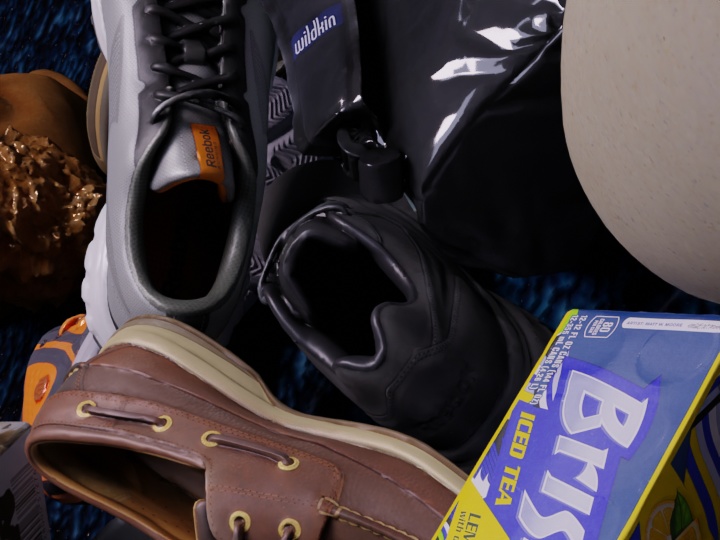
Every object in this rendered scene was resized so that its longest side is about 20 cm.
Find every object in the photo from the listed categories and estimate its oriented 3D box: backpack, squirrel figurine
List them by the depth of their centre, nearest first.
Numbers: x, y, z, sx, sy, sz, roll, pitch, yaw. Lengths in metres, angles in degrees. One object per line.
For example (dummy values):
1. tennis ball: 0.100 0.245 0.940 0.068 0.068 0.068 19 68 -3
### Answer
1. backpack: 0.048 -0.089 0.787 0.167 0.127 0.200 -44 32 1
2. squirrel figurine: -0.218 -0.056 1.051 0.142 0.187 0.200 -57 33 1

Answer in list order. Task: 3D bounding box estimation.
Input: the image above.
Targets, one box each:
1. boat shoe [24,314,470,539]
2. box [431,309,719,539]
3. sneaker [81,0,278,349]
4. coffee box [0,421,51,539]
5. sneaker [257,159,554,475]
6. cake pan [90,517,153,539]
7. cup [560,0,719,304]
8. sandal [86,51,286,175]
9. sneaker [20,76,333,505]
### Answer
1. boat shoe: -0.025 0.085 0.734 0.200 0.072 0.068 26 44 27
2. box: 0.055 0.104 0.625 0.070 0.064 0.200 1 47 44
3. sneaker: -0.061 -0.063 0.823 0.079 0.074 0.201 150 122 -73
4. coffee box: -0.198 0.126 0.789 0.113 0.080 0.200 -2 17 15
5. sneaker: 0.000 0.000 0.812 0.076 0.091 0.200 -57 32 6
6. cake pan: -0.072 0.172 0.815 0.200 0.037 0.201 -33 41 34
7. cup: 0.134 -0.064 0.617 0.143 0.200 0.201 -42 33 53
8. sandal: -0.049 -0.113 0.993 0.200 0.080 0.054 -47 56 10
9. sneaker: -0.088 0.009 0.934 0.112 0.078 0.200 -25 32 59
